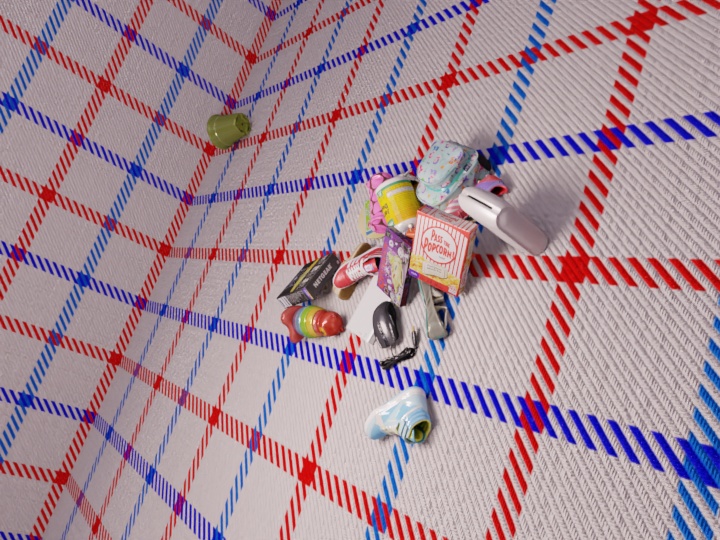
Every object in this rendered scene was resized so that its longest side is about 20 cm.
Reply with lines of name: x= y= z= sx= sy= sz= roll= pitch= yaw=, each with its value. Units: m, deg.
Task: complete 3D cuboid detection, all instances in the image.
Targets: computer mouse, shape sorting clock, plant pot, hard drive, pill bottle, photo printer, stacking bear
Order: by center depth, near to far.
photo printer: x=0.333 y=-0.123 z=1.365 sx=0.070 sy=0.200 sz=0.166 roll=-55 pitch=36 yaw=7
computer mouse: x=0.089 y=0.163 z=1.586 sx=0.140 sy=0.046 sz=0.201 roll=-26 pitch=56 yaw=36
pill bottle: x=0.127 y=-0.164 z=1.683 sx=0.113 sy=0.112 sz=0.201 roll=-30 pitch=74 yaw=36
hard drive: x=0.042 y=0.108 z=1.722 sx=0.132 sy=0.026 sz=0.201 roll=26 pitch=87 yaw=55
stacking bear: x=-0.141 y=0.168 z=1.842 sx=0.199 sy=0.122 sz=0.114 roll=-1 pitch=29 yaw=43
shape sorting clock: x=0.074 y=-0.191 z=1.877 sx=0.199 sy=0.039 sz=0.201 roll=-21 pitch=50 yaw=27
plant pot: x=-0.718 y=-0.795 z=3.196 sx=0.189 sy=0.200 sz=0.201 roll=-8 pitch=60 yaw=34

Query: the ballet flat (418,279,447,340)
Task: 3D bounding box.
ballet flat: x=0.197 y=0.094 z=1.520 sx=0.063 sy=0.068 sz=0.201 roll=-14 pitch=52 yaw=12

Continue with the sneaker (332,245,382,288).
sneaker: x=0.000 y=0.000 z=1.753 sx=0.200 sy=0.071 sz=0.113 roll=-35 pitch=15 yaw=7

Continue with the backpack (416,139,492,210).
backpack: x=0.249 y=-0.262 z=1.624 sx=0.201 sy=0.150 sz=0.178 roll=-60 pitch=36 yaw=10

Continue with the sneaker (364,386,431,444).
sneaker: x=0.092 y=0.391 z=1.417 sx=0.200 sy=0.079 sz=0.131 roll=-45 pitch=37 yaw=23

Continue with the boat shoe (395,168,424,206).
boat shoe: x=0.150 y=-0.272 z=1.785 sx=0.074 sy=0.086 sz=0.202 roll=-38 pitch=38 yaw=1

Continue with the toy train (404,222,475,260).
toy train: x=0.204 y=-0.056 z=1.524 sx=0.199 sy=0.150 sz=0.056 roll=11 pitch=61 yaw=49

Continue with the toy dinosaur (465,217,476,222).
toy dinosaur: x=0.274 y=-0.114 z=1.570 sx=0.199 sy=0.047 sz=0.089 roll=-6 pitch=55 yaw=46

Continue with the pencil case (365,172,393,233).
pencil case: x=0.065 y=-0.210 z=1.808 sx=0.093 sy=0.091 sz=0.201 roll=-6 pitch=54 yaw=6

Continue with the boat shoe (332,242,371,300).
boat shoe: x=-0.034 y=-0.005 z=1.856 sx=0.069 sy=0.074 sz=0.201 roll=28 pitch=90 yaw=49

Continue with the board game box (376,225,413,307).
board game box: x=0.100 y=-0.010 z=1.601 sx=0.120 sy=0.032 sz=0.201 roll=47 pitch=139 yaw=45

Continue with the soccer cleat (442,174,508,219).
soccer cleat: x=0.301 y=-0.178 z=1.531 sx=0.200 sy=0.067 sz=0.077 roll=-39 pitch=44 yaw=-2

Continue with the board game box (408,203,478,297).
board game box: x=0.206 y=-0.050 z=1.456 sx=0.151 sy=0.046 sz=0.201 roll=26 pitch=131 yaw=27

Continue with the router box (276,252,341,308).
router box: x=-0.175 y=0.034 z=1.953 sx=0.157 sy=0.052 sz=0.200 roll=-20 pitch=24 yaw=43
